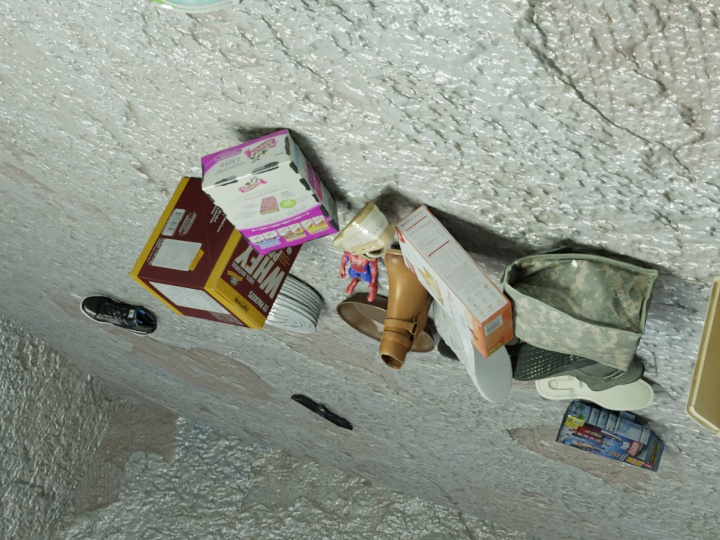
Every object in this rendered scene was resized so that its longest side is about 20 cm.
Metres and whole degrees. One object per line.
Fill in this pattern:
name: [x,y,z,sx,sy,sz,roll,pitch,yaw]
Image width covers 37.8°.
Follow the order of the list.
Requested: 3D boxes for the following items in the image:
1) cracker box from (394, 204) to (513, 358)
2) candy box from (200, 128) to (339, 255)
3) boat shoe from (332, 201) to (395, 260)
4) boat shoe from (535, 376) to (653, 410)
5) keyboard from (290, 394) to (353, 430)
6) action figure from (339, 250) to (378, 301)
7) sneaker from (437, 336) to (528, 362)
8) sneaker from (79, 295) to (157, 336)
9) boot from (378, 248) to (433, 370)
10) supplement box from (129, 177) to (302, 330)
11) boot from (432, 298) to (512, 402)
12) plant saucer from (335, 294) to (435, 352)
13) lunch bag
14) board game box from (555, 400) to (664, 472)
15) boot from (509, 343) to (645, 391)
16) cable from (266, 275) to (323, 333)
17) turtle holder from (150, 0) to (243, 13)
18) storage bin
cracker box: [0.134,0.017,1.503,0.200,0.058,0.134,51,173,26]
candy box: [-0.127,-0.109,1.523,0.136,0.061,0.200,-16,149,12]
boat shoe: [0.009,-0.047,1.544,0.069,0.074,0.200,43,174,-2]
boat shoe: [0.407,0.194,1.810,0.199,0.072,0.068,5,-169,27]
keyboard: [-0.097,0.401,2.969,0.200,0.021,0.127,34,164,-31]
action figure: [0.000,0.000,1.771,0.065,0.052,0.200,23,159,12]
sneaker: [0.236,0.152,1.850,0.200,0.076,0.115,-1,147,45]
sneaker: [-0.620,0.107,2.734,0.200,0.073,0.112,23,159,-23]
boot: [0.064,0.064,1.696,0.074,0.155,0.200,13,158,27]
supplement box: [-0.227,-0.031,1.716,0.200,0.198,0.133,8,154,38]
boot: [0.182,0.121,1.738,0.096,0.073,0.201,-12,97,69]
plant saucer: [0.052,0.093,1.968,0.200,0.037,0.200,21,161,7]
lunch bag: [0.291,0.045,1.448,0.199,0.118,0.164,14,160,13]
board game box: [0.486,0.312,2.005,0.199,0.062,0.200,19,160,10]
boot: [0.350,0.166,1.714,0.200,0.068,0.131,-17,138,35]
cable: [-0.171,0.056,2.078,0.200,0.069,0.200,6,155,39]
turtle holder: [-0.149,-0.329,0.978,0.131,0.186,0.141,25,-167,-4]
storage bin: [0.487,0.091,1.223,0.094,0.199,0.200,23,161,-10]
